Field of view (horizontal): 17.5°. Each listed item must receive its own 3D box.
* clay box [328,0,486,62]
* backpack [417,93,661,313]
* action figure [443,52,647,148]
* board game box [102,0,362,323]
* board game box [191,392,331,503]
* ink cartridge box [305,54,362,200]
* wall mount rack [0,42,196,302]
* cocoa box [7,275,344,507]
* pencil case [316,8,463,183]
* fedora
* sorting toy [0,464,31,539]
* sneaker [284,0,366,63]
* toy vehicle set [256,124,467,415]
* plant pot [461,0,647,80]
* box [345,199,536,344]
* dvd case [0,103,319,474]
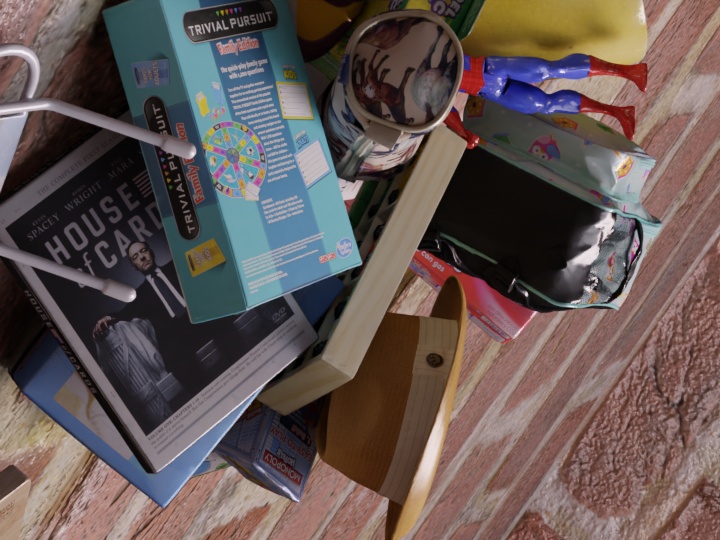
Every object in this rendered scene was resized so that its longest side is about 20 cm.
[{"bbox_3d":[0.041,-0.203,1.573,0.116,0.047,0.200,-64,-161,-11],"label":"clay box"},{"bbox_3d":[0.138,-0.048,1.773,0.154,0.175,0.200,-65,158,-2],"label":"backpack"},{"bbox_3d":[0.101,-0.123,1.647,0.099,0.198,0.066,-81,-179,-56],"label":"action figure"},{"bbox_3d":[-0.079,-0.081,1.487,0.047,0.201,0.151,-14,-177,30],"label":"board game box"},{"bbox_3d":[-0.090,0.084,1.726,0.199,0.062,0.201,-20,-135,31],"label":"board game box"},{"bbox_3d":[-0.022,-0.114,1.766,0.118,0.067,0.200,-58,162,19],"label":"ink cartridge box"},{"bbox_3d":[-0.201,-0.038,1.390,0.173,0.075,0.201,-11,139,-43],"label":"wall mount rack"},{"bbox_3d":[-0.130,0.040,1.615,0.200,0.133,0.131,-51,-167,-5],"label":"cocoa box"},{"bbox_3d":[0.014,-0.109,1.531,0.090,0.078,0.200,-55,-179,-10],"label":"pencil case"},{"bbox_3d":[0.017,0.091,1.644,0.201,0.081,0.202,-165,-90,-86],"label":"fedora"},{"bbox_3d":[-0.338,0.236,1.650,0.200,0.069,0.199,-39,159,-38],"label":"sorting toy"},{"bbox_3d":[-0.006,-0.222,1.524,0.090,0.075,0.201,-111,-135,-68],"label":"sneaker"},{"bbox_3d":[0.000,0.000,1.629,0.124,0.026,0.201,-34,-153,61],"label":"toy vehicle set"},{"bbox_3d":[0.106,-0.219,1.729,0.141,0.201,0.200,-24,159,-5],"label":"plant pot"},{"bbox_3d":[0.075,-0.038,1.926,0.095,0.200,0.103,-50,178,-6],"label":"box"},{"bbox_3d":[-0.135,0.006,1.510,0.150,0.201,0.025,-39,-164,-24],"label":"dvd case"}]
